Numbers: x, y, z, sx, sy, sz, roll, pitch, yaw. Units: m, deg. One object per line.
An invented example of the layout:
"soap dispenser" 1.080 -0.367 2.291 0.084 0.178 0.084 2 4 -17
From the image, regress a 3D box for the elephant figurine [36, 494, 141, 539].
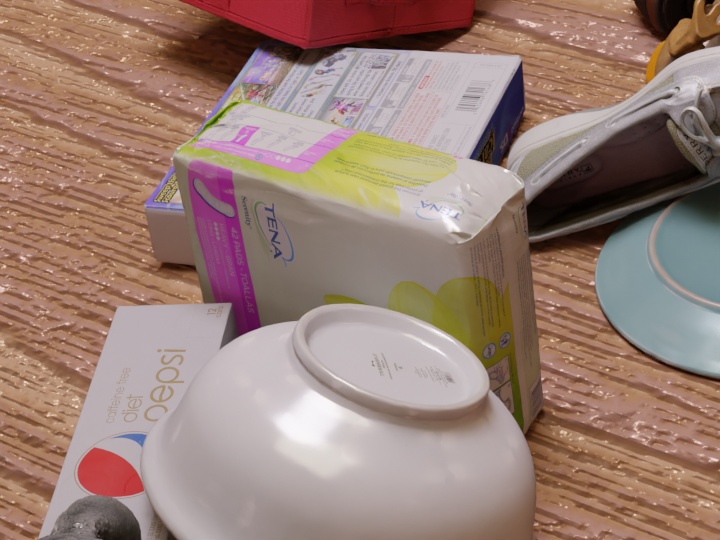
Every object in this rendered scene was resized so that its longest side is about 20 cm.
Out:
"elephant figurine" -0.105 0.160 0.898 0.141 0.201 0.155 -2 36 11

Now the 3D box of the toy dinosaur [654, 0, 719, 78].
"toy dinosaur" 0.191 -0.115 1.287 0.200 0.060 0.106 -51 6 -10

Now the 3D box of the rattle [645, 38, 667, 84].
"rattle" 0.274 -0.159 1.290 0.142 0.131 0.200 -7 11 -18

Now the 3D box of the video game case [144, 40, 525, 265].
"video game case" -0.011 -0.070 1.331 0.180 0.046 0.200 7 38 20

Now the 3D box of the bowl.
"bowl" 0.002 0.078 1.017 0.200 0.091 0.201 15 25 -7

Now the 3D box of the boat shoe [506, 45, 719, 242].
"boat shoe" 0.170 -0.068 1.231 0.201 0.075 0.065 -17 36 30

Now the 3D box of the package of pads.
"package of pads" 0.000 0.000 1.137 0.199 0.155 0.068 18 43 32

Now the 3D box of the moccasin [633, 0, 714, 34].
"moccasin" 0.275 -0.221 1.460 0.201 0.074 0.078 -24 45 -3

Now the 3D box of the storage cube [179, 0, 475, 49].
"storage cube" -0.029 -0.266 1.454 0.170 0.181 0.200 -14 30 -44

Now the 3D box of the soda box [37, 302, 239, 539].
"soda box" -0.108 0.101 1.101 0.068 0.064 0.200 -2 36 10

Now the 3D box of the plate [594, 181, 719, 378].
"plate" 0.230 -0.009 1.209 0.199 0.026 0.201 -7 35 5
